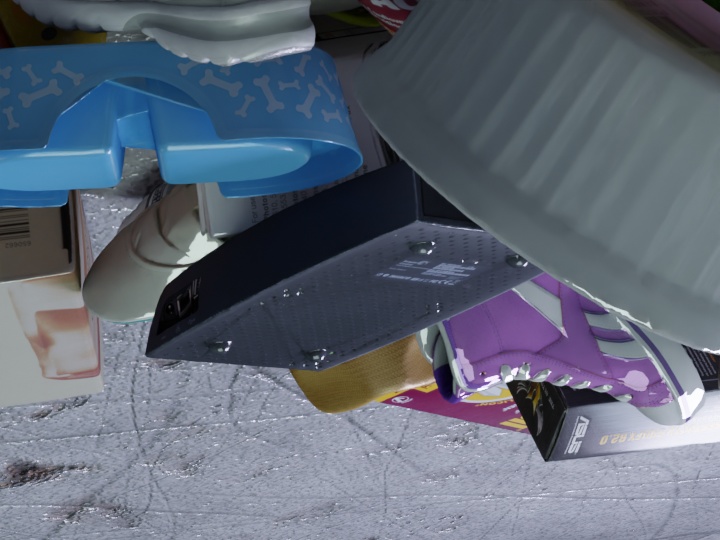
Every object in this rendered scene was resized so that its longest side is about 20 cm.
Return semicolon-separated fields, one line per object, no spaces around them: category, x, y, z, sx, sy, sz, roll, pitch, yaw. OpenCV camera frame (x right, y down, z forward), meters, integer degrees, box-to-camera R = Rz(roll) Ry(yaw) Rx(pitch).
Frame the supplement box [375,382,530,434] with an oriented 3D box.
supplement box;0.100;0.033;1.649;0.130;0.104;0.199;-26;154;35

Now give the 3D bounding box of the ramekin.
ramekin;0.105;-0.064;1.018;0.200;0.200;0.098;15;113;-47

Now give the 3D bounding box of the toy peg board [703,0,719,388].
toy peg board;0.175;-0.064;1.336;0.097;0.201;0.200;5;160;6

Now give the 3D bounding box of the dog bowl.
dog bowl;-0.099;-0.066;1.106;0.198;0.050;0.112;-2;169;-3

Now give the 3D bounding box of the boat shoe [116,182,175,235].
boat shoe;-0.058;-0.007;1.530;0.199;0.072;0.066;11;156;-40

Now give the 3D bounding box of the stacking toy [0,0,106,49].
stacking toy;-0.173;-0.113;1.189;0.199;0.147;0.146;-29;158;-1

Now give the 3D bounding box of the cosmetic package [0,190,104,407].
cosmetic package;-0.199;-0.002;1.438;0.087;0.104;0.200;-7;160;-4

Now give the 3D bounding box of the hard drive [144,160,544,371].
hard drive;0.000;0.000;1.204;0.134;0.043;0.199;6;157;-43

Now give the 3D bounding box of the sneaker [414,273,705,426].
sneaker;0.096;0.041;1.333;0.114;0.073;0.200;-48;120;-6

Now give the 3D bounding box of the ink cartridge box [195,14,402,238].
ink cartridge box;0.011;-0.086;1.252;0.198;0.085;0.146;-8;-163;-4

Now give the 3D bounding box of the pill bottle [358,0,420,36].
pill bottle;0.022;-0.174;1.080;0.113;0.115;0.200;-17;157;18

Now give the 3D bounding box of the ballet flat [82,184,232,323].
ballet flat;-0.061;-0.032;1.351;0.199;0.070;0.070;-17;159;-3

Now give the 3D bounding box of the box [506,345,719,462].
box;0.148;0.018;1.485;0.157;0.201;0.049;-5;137;-23

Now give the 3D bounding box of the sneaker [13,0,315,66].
sneaker;-0.087;-0.144;1.069;0.074;0.083;0.199;-14;-159;-40

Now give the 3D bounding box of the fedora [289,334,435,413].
fedora;0.006;0.028;1.401;0.199;0.082;0.201;-19;-175;2

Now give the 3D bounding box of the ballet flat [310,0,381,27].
ballet flat;-0.050;-0.158;1.155;0.067;0.068;0.199;-24;154;37
